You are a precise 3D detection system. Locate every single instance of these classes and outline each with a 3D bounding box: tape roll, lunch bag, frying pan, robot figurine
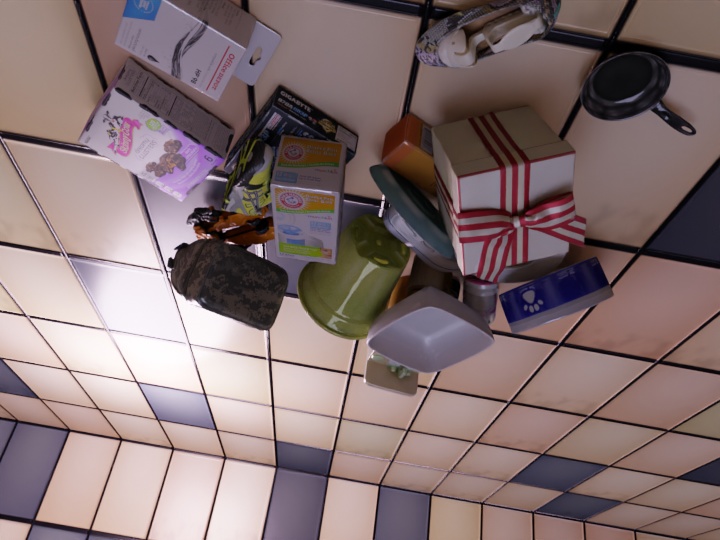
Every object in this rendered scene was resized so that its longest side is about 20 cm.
[{"bbox_3d":[0.271,-0.060,1.092,0.198,0.072,0.204,7,146,5],"label":"tape roll"},{"bbox_3d":[-0.269,0.022,1.197,0.198,0.142,0.166,26,168,-41],"label":"lunch bag"},{"bbox_3d":[0.394,-0.246,0.815,0.186,0.031,0.116,7,147,-3],"label":"frying pan"},{"bbox_3d":[-0.245,-0.093,1.188,0.196,0.059,0.145,-10,142,26],"label":"robot figurine"}]

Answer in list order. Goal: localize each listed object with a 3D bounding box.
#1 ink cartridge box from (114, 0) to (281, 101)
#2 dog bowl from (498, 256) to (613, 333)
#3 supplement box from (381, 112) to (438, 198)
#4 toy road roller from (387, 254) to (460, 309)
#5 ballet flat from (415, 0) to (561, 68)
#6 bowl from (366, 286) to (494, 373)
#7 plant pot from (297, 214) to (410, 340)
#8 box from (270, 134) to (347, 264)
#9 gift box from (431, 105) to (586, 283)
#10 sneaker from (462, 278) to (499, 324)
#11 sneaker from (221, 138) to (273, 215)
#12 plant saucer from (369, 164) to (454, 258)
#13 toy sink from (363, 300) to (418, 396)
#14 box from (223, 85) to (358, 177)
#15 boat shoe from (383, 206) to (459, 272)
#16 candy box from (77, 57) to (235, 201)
[{"bbox_3d":[-0.223,-0.320,0.831,0.197,0.068,0.116,25,143,-22],"label":"ink cartridge box"},{"bbox_3d":[0.365,0.047,1.130,0.197,0.080,0.200,-21,172,-3],"label":"dog bowl"},{"bbox_3d":[0.131,-0.166,0.974,0.198,0.070,0.066,29,143,-25],"label":"supplement box"},{"bbox_3d":[0.119,0.049,1.252,0.143,0.125,0.201,1,147,24],"label":"toy road roller"},{"bbox_3d":[0.155,-0.299,0.765,0.197,0.073,0.072,-13,141,31],"label":"ballet flat"},{"bbox_3d":[0.129,0.108,1.140,0.198,0.076,0.199,27,136,-31],"label":"bowl"},{"bbox_3d":[0.000,0.000,1.167,0.197,0.203,0.185,20,135,-16],"label":"plant pot"},{"bbox_3d":[-0.084,-0.112,0.992,0.110,0.103,0.201,8,148,-1],"label":"box"},{"bbox_3d":[0.210,-0.103,0.867,0.181,0.188,0.203,-16,126,3],"label":"gift box"},{"bbox_3d":[0.242,0.070,1.239,0.080,0.090,0.200,7,176,16],"label":"sneaker"},{"bbox_3d":[-0.173,-0.152,0.994,0.075,0.077,0.200,15,159,-20],"label":"sneaker"},{"bbox_3d":[0.092,-0.105,0.983,0.027,0.201,0.199,-43,126,17],"label":"plant saucer"},{"bbox_3d":[0.092,0.159,1.351,0.128,0.203,0.112,16,147,-9],"label":"toy sink"},{"bbox_3d":[-0.120,-0.196,1.012,0.157,0.047,0.199,26,144,-24],"label":"box"},{"bbox_3d":[0.135,-0.064,1.123,0.199,0.072,0.069,36,149,-25],"label":"boat shoe"},{"bbox_3d":[-0.340,-0.225,1.001,0.198,0.073,0.167,31,142,-30],"label":"candy box"}]
